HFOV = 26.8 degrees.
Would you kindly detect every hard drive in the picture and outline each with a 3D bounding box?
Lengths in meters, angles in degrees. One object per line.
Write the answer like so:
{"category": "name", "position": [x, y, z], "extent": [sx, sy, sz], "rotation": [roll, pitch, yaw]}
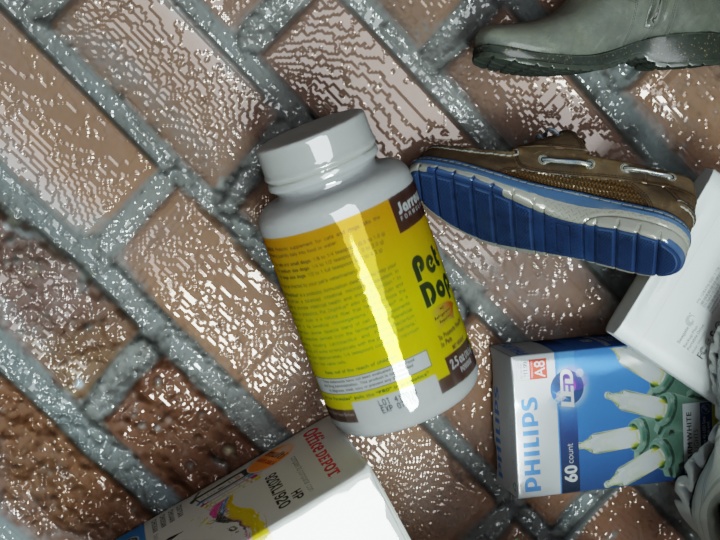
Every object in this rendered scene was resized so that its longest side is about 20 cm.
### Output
{"category": "hard drive", "position": [0.285, 0.039, 1.057], "extent": [0.199, 0.027, 0.133], "rotation": [33, 89, -13]}

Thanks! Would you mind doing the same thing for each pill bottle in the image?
{"category": "pill bottle", "position": [0.000, 0.000, 1.010], "extent": [0.108, 0.109, 0.202], "rotation": [-22, 102, -7]}

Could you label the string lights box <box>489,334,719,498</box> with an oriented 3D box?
{"category": "string lights box", "position": [0.197, 0.098, 1.088], "extent": [0.197, 0.059, 0.104], "rotation": [-5, 97, -11]}

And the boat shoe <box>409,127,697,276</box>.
{"category": "boat shoe", "position": [0.132, -0.054, 1.035], "extent": [0.198, 0.073, 0.073], "rotation": [17, 61, 13]}

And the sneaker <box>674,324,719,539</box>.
{"category": "sneaker", "position": [0.264, 0.106, 1.007], "extent": [0.074, 0.081, 0.202], "rotation": [7, 114, 1]}

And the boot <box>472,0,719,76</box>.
{"category": "boot", "position": [0.165, -0.203, 1.042], "extent": [0.198, 0.068, 0.132], "rotation": [-5, 95, -18]}

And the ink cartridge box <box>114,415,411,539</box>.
{"category": "ink cartridge box", "position": [-0.059, 0.220, 1.012], "extent": [0.199, 0.147, 0.146], "rotation": [-29, 103, -6]}

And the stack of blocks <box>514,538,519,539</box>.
{"category": "stack of blocks", "position": [0.122, 0.260, 1.023], "extent": [0.058, 0.200, 0.116], "rotation": [25, 82, 24]}
